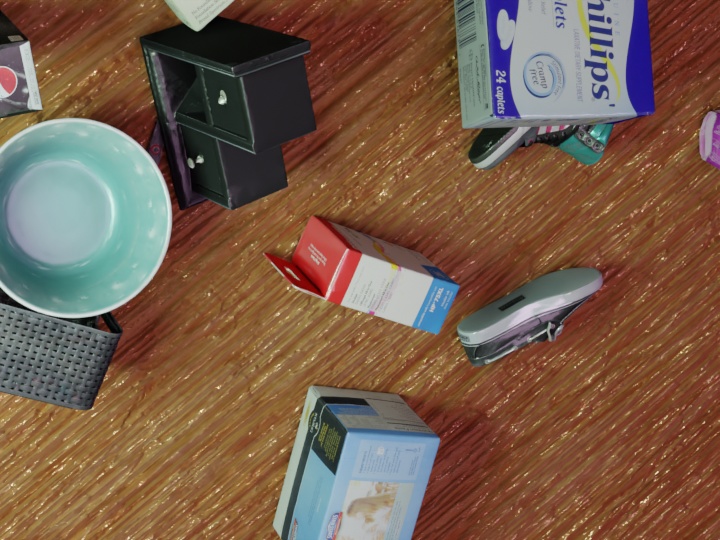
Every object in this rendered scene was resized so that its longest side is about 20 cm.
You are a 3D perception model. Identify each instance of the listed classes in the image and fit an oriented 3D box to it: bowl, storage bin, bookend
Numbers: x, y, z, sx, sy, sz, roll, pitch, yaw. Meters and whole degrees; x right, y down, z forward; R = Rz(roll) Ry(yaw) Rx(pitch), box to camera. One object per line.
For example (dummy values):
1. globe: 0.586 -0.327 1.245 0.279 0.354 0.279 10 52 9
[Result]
1. bowl: -0.304 -0.057 1.395 0.200 0.105 0.201 -3 97 -22
2. storage bin: -0.366 0.061 1.409 0.200 0.135 0.094 17 102 -29
3. bookend: -0.125 -0.146 1.395 0.092 0.199 0.200 -25 120 -28

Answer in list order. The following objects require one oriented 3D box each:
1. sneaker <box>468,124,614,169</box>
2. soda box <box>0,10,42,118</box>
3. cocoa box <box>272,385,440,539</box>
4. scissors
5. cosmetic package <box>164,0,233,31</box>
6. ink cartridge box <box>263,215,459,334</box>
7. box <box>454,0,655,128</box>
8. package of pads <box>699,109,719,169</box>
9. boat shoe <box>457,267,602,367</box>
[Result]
1. sneaker: 0.232 -0.164 1.630 0.200 0.084 0.121 -43 112 -5
2. soda box: -0.354 -0.199 1.273 0.063 0.200 0.071 -15 116 -18
3. cocoa box: -0.007 0.262 1.657 0.133 0.131 0.201 7 107 -27
4. scissors: -0.223 -0.120 1.477 0.073 0.014 0.200 27 96 -28
5. cosmetic package: -0.195 -0.353 1.360 0.105 0.071 0.200 -43 121 -3
6. ink cartridge box: 0.000 0.000 1.565 0.200 0.116 0.067 18 103 -30
7. box: 0.217 -0.257 1.523 0.199 0.105 0.185 -4 90 -16
8. package of pads: 0.553 -0.172 1.748 0.199 0.121 0.076 -11 120 -21
9. boat shoe: 0.222 0.062 1.716 0.199 0.074 0.068 -28 115 -12
